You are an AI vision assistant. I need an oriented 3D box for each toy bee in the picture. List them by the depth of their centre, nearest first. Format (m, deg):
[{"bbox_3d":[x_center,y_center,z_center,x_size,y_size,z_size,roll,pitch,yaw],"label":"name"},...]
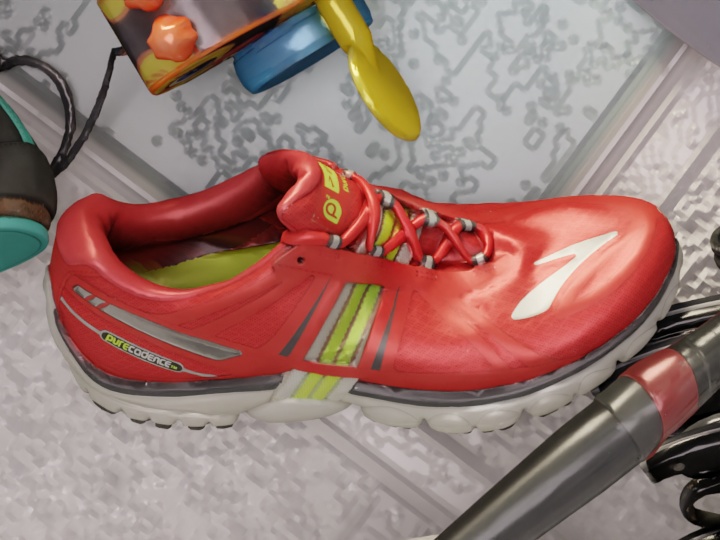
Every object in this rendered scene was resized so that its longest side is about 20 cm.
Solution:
[{"bbox_3d":[-0.032,-0.083,0.904,0.131,0.109,0.200,38,93,0],"label":"toy bee"}]

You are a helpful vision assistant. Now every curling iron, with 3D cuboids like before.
[{"bbox_3d":[0.080,0.038,0.862,0.200,0.050,0.026,-44,117,-13],"label":"curling iron"}]

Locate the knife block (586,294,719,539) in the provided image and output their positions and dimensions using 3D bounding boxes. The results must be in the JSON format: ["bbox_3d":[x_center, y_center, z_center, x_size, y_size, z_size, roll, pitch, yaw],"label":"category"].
[{"bbox_3d":[0.176,0.022,0.910,0.175,0.064,0.200,23,57,35],"label":"knife block"}]

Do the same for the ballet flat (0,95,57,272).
[{"bbox_3d":[-0.185,-0.002,0.935,0.200,0.068,0.069,-25,69,15],"label":"ballet flat"}]

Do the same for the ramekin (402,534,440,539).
[{"bbox_3d":[0.036,0.178,0.912,0.202,0.094,0.203,0,92,3],"label":"ramekin"}]

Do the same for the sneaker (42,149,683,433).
[{"bbox_3d":[0.000,0.000,0.903,0.199,0.077,0.085,-7,133,3],"label":"sneaker"}]

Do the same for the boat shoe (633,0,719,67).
[{"bbox_3d":[0.137,-0.098,0.920,0.200,0.074,0.065,45,60,9],"label":"boat shoe"}]
